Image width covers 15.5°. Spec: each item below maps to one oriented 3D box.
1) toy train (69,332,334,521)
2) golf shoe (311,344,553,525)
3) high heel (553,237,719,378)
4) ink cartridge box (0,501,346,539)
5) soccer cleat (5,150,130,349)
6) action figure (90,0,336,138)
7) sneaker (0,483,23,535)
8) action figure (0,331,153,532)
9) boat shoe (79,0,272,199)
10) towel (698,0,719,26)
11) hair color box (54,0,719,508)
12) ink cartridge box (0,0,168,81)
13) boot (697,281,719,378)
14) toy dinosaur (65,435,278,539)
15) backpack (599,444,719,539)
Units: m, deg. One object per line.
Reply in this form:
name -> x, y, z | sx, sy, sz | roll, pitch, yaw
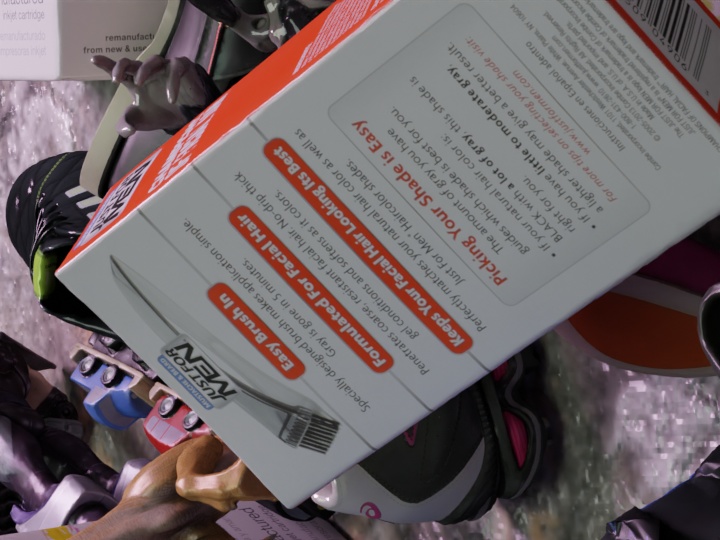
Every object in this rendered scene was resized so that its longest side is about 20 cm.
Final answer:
toy train -> -0.066, 0.064, 1.116 | 0.200, 0.034, 0.046 | 23, 76, 52
golf shoe -> 0.000, 0.000, 0.978 | 0.077, 0.088, 0.201 | -52, 52, 47
high heel -> 0.071, -0.028, 0.900 | 0.199, 0.096, 0.068 | 16, 152, 29
ink cartridge box -> -0.084, 0.192, 1.024 | 0.147, 0.199, 0.145 | 40, 126, 45
soccer cleat -> -0.116, -0.009, 1.149 | 0.200, 0.081, 0.068 | 24, 113, 52
action figure -> -0.032, -0.083, 0.887 | 0.119, 0.102, 0.200 | -47, 54, 20
sneaker -> -0.191, 0.139, 1.272 | 0.200, 0.070, 0.094 | -103, 24, -43
action figure -> -0.156, 0.077, 1.194 | 0.200, 0.130, 0.070 | 40, 109, 38
boat shoe -> -0.047, -0.104, 1.059 | 0.063, 0.074, 0.202 | 29, 113, 10
towel -> 0.086, -0.134, 0.797 | 0.200, 0.048, 0.172 | 8, 132, 48
hair color box -> 0.016, -0.027, 0.804 | 0.200, 0.064, 0.111 | -36, 106, 28
ink cartridge box -> -0.135, -0.184, 1.152 | 0.145, 0.083, 0.201 | 6, 100, 55
boot -> 0.142, 0.003, 0.731 | 0.200, 0.130, 0.068 | 36, 123, 47
toy dinosaur -> -0.074, 0.092, 0.987 | 0.106, 0.200, 0.061 | 10, 124, 55
backpack -> 0.146, 0.147, 0.715 | 0.200, 0.162, 0.168 | 36, 147, 44
